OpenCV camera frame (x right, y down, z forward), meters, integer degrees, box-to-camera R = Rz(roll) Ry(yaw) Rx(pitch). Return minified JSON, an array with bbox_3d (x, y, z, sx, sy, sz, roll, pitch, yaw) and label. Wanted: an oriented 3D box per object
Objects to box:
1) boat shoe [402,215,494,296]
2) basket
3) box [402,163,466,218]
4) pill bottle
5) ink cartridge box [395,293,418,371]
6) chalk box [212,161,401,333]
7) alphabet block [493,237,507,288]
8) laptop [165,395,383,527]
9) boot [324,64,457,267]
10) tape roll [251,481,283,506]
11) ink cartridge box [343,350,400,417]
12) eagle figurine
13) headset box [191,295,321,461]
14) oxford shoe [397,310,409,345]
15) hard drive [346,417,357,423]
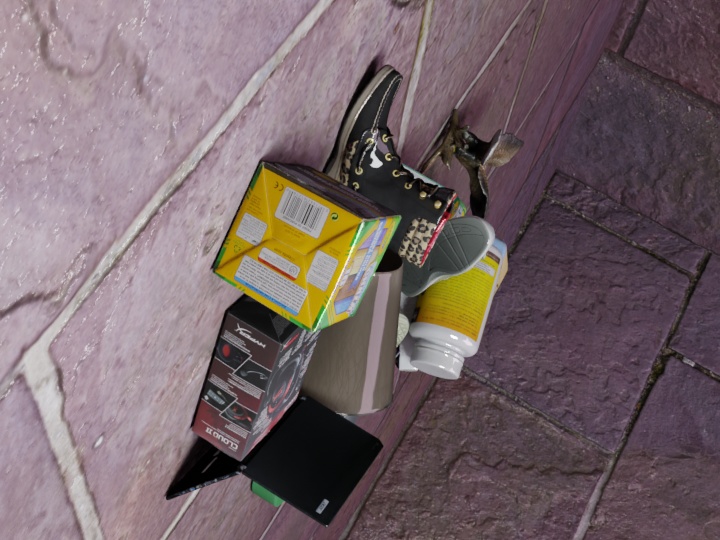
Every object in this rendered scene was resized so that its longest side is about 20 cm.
[{"bbox_3d":[0.122,-0.025,1.532,0.064,0.075,0.202,-26,171,-39],"label":"boat shoe"},{"bbox_3d":[-0.021,0.067,1.436,0.136,0.177,0.203,-113,-147,-62],"label":"basket"},{"bbox_3d":[0.093,-0.106,1.600,0.049,0.116,0.200,-60,170,0],"label":"box"},{"bbox_3d":[0.138,0.054,1.637,0.109,0.107,0.203,78,29,-73],"label":"pill bottle"},{"bbox_3d":[0.072,0.050,1.710,0.095,0.036,0.204,-141,-126,-86],"label":"ink cartridge box"},{"bbox_3d":[-0.045,-0.028,1.134,0.125,0.123,0.200,-64,168,9],"label":"chalk box"},{"bbox_3d":[0.129,0.014,1.865,0.198,0.194,0.200,-59,168,-3],"label":"alphabet block"},{"bbox_3d":[-0.102,0.242,1.333,0.198,0.104,0.177,-25,-169,32],"label":"laptop"},{"bbox_3d":[0.043,-0.115,1.254,0.202,0.149,0.073,-64,168,14],"label":"boot"},{"bbox_3d":[-0.108,0.286,1.799,0.202,0.048,0.201,-58,168,-20],"label":"tape roll"},{"bbox_3d":[-0.059,0.186,1.576,0.199,0.047,0.198,-37,-176,34],"label":"ink cartridge box"},{"bbox_3d":[0.200,-0.179,1.844,0.151,0.200,0.152,-32,-136,21],"label":"eagle figurine"},{"bbox_3d":[-0.114,0.111,1.276,0.149,0.074,0.202,-46,160,-55],"label":"headset box"},{"bbox_3d":[0.008,0.115,1.676,0.201,0.074,0.058,-51,-141,37],"label":"oxford shoe"},{"bbox_3d":[-0.026,0.235,1.848,0.201,0.032,0.141,99,18,-61],"label":"hard drive"}]
